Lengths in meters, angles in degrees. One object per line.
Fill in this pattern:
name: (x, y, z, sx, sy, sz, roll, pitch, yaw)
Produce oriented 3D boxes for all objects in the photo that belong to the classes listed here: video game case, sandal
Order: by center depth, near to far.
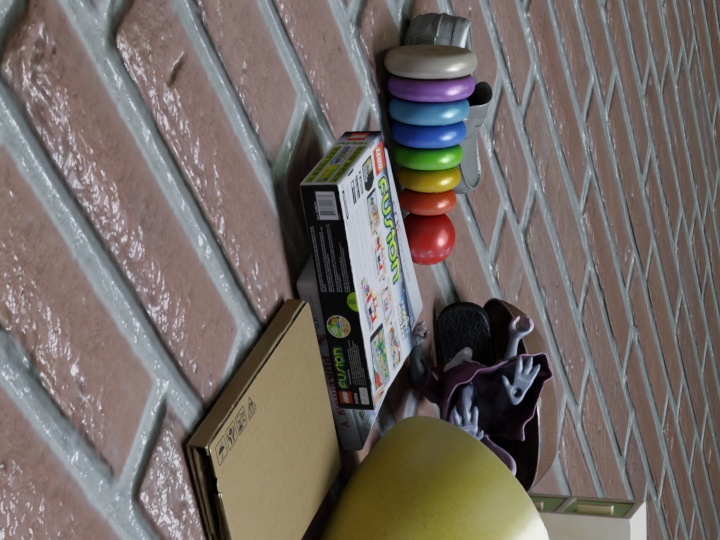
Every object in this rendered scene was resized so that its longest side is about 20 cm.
video game case: (0.004, 0.023, 1.445, 0.201, 0.023, 0.184, -64, 147, -47)
sandal: (0.119, 0.126, 1.686, 0.045, 0.074, 0.202, -53, 138, -71)

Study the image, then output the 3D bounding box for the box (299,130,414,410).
box: (0.000, 0.000, 1.354, 0.110, 0.034, 0.202, -54, 140, -57)

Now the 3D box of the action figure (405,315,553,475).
action figure: (0.114, 0.119, 1.565, 0.200, 0.132, 0.151, -179, -94, -78)

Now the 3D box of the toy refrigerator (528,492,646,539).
toy refrigerator: (0.185, 0.263, 1.684, 0.076, 0.198, 0.071, -17, 107, -67)

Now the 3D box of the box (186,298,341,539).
box: (-0.068, 0.143, 1.265, 0.200, 0.021, 0.165, -57, 143, -54)

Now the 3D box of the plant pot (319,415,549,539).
plant pot: (0.041, 0.243, 1.370, 0.141, 0.199, 0.202, -33, 126, -33)

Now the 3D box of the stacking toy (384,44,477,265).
stacking toy: (0.064, -0.102, 1.524, 0.085, 0.085, 0.202, -35, 127, -64)

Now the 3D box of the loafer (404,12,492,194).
loafer: (0.094, -0.158, 1.603, 0.070, 0.069, 0.201, -68, 151, -43)

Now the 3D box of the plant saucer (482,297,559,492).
plant saucer: (0.164, 0.127, 1.702, 0.200, 0.034, 0.203, 173, -90, -79)
